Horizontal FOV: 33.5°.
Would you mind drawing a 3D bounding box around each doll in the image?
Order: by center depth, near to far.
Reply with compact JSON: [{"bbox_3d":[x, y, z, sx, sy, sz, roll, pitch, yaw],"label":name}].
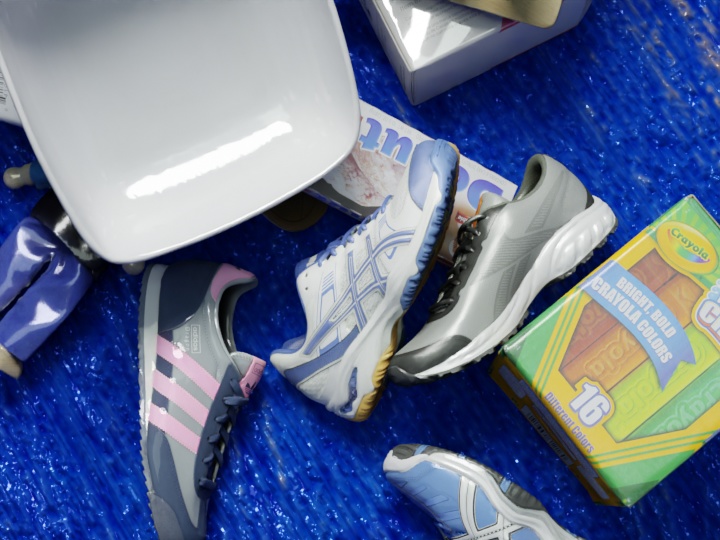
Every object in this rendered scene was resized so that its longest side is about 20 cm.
[{"bbox_3d":[-0.206,-0.028,0.843,0.136,0.049,0.200,37,82,22],"label":"doll"}]

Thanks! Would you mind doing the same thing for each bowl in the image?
[{"bbox_3d":[-0.113,-0.126,0.728,0.198,0.075,0.202,-26,116,-13],"label":"bowl"}]

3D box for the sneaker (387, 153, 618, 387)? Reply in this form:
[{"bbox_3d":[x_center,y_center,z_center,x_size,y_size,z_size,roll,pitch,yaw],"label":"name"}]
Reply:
[{"bbox_3d":[0.083,0.002,0.799,0.200,0.074,0.079,-44,97,-23],"label":"sneaker"}]

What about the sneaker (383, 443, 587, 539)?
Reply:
[{"bbox_3d":[0.094,0.185,0.779,0.199,0.076,0.077,35,78,9],"label":"sneaker"}]

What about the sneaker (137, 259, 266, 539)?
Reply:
[{"bbox_3d":[-0.104,0.090,0.808,0.081,0.070,0.203,-5,81,5],"label":"sneaker"}]

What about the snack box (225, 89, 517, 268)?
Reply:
[{"bbox_3d":[0.008,-0.071,0.827,0.198,0.024,0.073,27,81,-12],"label":"snack box"}]

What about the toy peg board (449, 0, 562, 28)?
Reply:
[{"bbox_3d":[0.052,-0.273,0.734,0.198,0.098,0.201,18,105,7],"label":"toy peg board"}]

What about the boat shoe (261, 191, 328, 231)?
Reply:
[{"bbox_3d":[-0.091,-0.116,0.850,0.072,0.065,0.201,-37,95,-14],"label":"boat shoe"}]

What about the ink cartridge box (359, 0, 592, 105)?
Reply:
[{"bbox_3d":[0.057,-0.245,0.856,0.145,0.083,0.202,-26,80,-2],"label":"ink cartridge box"}]

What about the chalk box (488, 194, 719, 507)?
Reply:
[{"bbox_3d":[0.199,0.043,0.777,0.199,0.124,0.125,-40,81,-5],"label":"chalk box"}]

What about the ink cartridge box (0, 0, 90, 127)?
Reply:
[{"bbox_3d":[-0.244,-0.183,0.806,0.198,0.083,0.147,17,109,22],"label":"ink cartridge box"}]

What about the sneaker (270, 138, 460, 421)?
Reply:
[{"bbox_3d":[0.000,0.000,0.791,0.087,0.075,0.202,25,105,9],"label":"sneaker"}]
